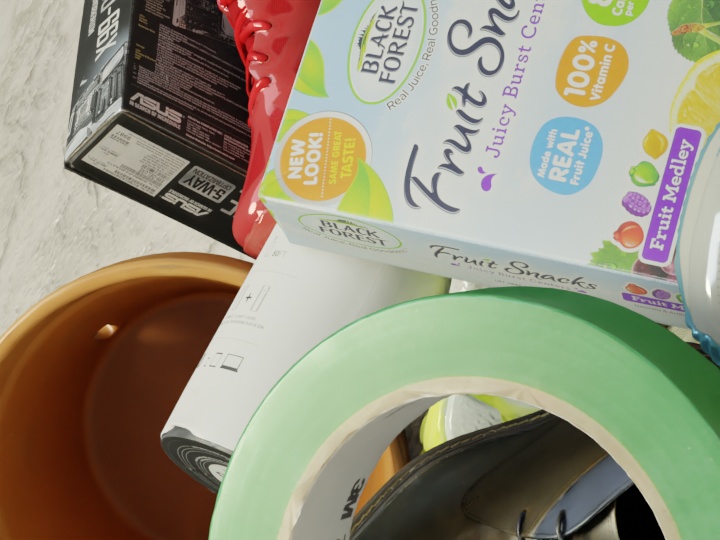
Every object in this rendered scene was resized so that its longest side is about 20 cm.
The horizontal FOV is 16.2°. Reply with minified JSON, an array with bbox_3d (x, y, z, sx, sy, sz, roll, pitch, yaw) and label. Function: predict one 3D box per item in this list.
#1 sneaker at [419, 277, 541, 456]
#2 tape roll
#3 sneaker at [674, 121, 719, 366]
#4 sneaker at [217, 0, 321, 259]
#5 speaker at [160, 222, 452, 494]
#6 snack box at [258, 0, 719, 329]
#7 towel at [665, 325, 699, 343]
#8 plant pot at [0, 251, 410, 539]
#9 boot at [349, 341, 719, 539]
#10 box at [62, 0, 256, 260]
[{"bbox_3d":[0.056,0.043,1.015,0.105,0.075,0.201,169,117,-81],"label":"sneaker"},{"bbox_3d":[0.047,0.106,0.816,0.199,0.048,0.202,1,93,27],"label":"tape roll"},{"bbox_3d":[0.181,-0.049,0.849,0.200,0.076,0.081,-53,18,-7],"label":"sneaker"},{"bbox_3d":[-0.046,-0.102,1.112,0.078,0.115,0.201,118,174,-57],"label":"sneaker"},{"bbox_3d":[0.000,0.000,1.014,0.081,0.081,0.201,-5,53,58],"label":"speaker"},{"bbox_3d":[0.078,-0.063,0.946,0.199,0.053,0.143,12,72,18],"label":"snack box"},{"bbox_3d":[0.180,0.042,0.906,0.200,0.034,0.193,-50,34,21],"label":"towel"},{"bbox_3d":[-0.071,0.084,1.133,0.201,0.199,0.140,-58,0,10],"label":"plant pot"},{"bbox_3d":[0.058,0.093,0.866,0.199,0.075,0.097,-35,9,-3],"label":"boot"},{"bbox_3d":[-0.037,-0.078,1.188,0.050,0.199,0.158,-40,36,39],"label":"box"}]
